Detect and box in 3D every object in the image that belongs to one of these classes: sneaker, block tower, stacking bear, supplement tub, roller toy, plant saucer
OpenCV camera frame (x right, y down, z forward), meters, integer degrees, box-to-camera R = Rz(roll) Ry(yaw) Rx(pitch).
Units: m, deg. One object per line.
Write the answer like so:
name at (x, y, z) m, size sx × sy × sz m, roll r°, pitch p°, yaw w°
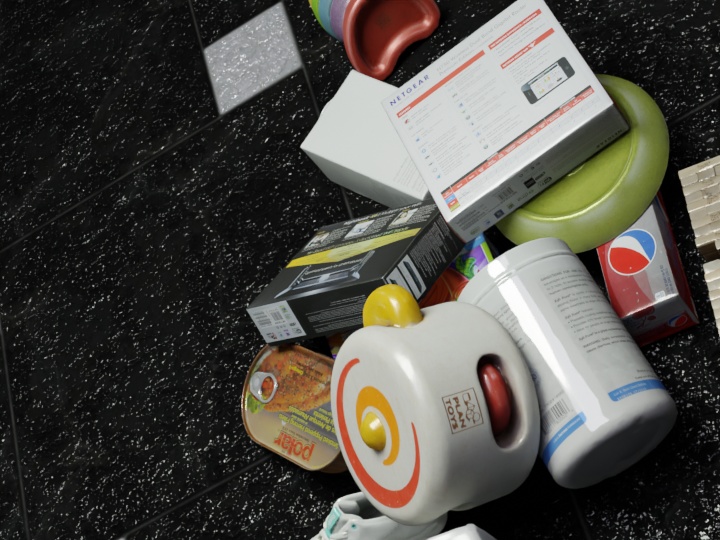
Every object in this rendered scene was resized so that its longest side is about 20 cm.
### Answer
sneaker at (-0.016, 0.258, 1.594) m, size 0.199 × 0.088 × 0.076 m, roll -35°, pitch 50°, yaw 9°
block tower at (0.351, -0.010, 1.551) m, size 0.054 × 0.058 × 0.202 m, roll -20°, pitch 55°, yaw 20°
stacking bear at (-0.015, -0.332, 1.955) m, size 0.121 × 0.114 × 0.200 m, roll -43°, pitch 44°, yaw 1°
supplement tub at (0.189, 0.085, 1.517) m, size 0.131 × 0.132 × 0.201 m, roll -34°, pitch 63°, yaw 9°
roller toy at (0.061, 0.128, 1.483) m, size 0.139 × 0.202 × 0.183 m, roll -15°, pitch 43°, yaw -30°
plant saucer at (0.206, -0.113, 1.630) m, size 0.198 × 0.031 × 0.202 m, roll -14°, pitch 59°, yaw 25°

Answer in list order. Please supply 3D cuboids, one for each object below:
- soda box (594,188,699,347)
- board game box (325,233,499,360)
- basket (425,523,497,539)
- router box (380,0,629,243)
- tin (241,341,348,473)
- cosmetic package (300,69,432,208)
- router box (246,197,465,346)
soda box at (0.268, -0.030, 1.610) m, size 0.069 × 0.063 × 0.202 m, roll -24°, pitch 51°, yaw 20°
board game box at (0.070, 0.067, 1.688) m, size 0.199 × 0.045 × 0.135 m, roll -32°, pitch 50°, yaw 12°
basket at (0.055, 0.335, 1.473) m, size 0.199 × 0.136 × 0.124 m, roll -26°, pitch 55°, yaw 16°
router box at (0.141, -0.156, 1.641) m, size 0.199 × 0.049 × 0.180 m, roll -35°, pitch 53°, yaw 11°
tin at (-0.055, 0.140, 1.690) m, size 0.199 × 0.042 × 0.113 m, roll 20°, pitch 89°, yaw 53°
cosmetic package at (0.043, -0.132, 1.807) m, size 0.199 × 0.081 × 0.113 m, roll 28°, pitch 78°, yaw 42°
router box at (0.000, 0.000, 1.698) m, size 0.199 × 0.053 × 0.157 m, roll -13°, pitch 26°, yaw 43°
